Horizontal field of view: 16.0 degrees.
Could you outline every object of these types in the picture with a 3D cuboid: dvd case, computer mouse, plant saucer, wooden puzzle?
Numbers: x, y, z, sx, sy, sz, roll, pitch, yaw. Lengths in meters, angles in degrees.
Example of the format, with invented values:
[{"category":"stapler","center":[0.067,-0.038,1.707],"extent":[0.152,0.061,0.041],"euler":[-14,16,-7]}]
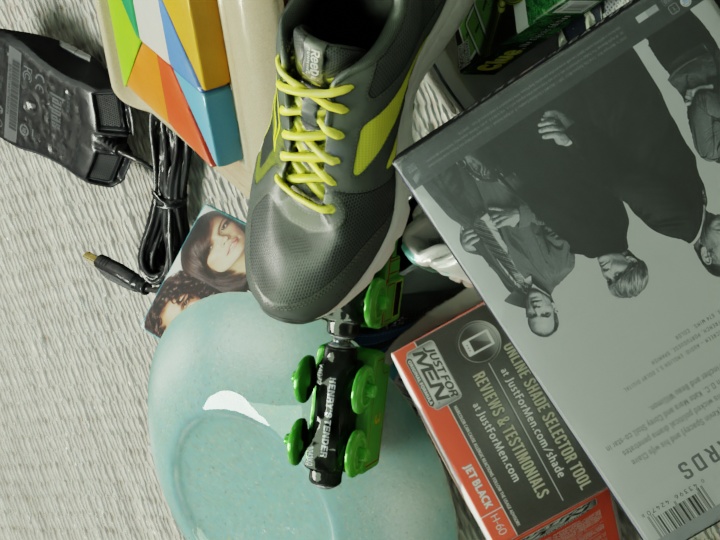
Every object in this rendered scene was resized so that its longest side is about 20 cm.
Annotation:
[{"category":"dvd case","center":[0.128,-0.002,1.048],"extent":[0.150,0.025,0.200],"euler":[-32,96,18]},{"category":"computer mouse","center":[-0.165,-0.069,1.578],"extent":[0.200,0.046,0.141],"euler":[24,124,35]},{"category":"plant saucer","center":[-0.042,0.109,1.269],"extent":[0.200,0.039,0.202],"euler":[21,127,31]},{"category":"wooden puzzle","center":[-0.098,-0.138,1.339],"extent":[0.200,0.037,0.186],"euler":[35,140,52]}]

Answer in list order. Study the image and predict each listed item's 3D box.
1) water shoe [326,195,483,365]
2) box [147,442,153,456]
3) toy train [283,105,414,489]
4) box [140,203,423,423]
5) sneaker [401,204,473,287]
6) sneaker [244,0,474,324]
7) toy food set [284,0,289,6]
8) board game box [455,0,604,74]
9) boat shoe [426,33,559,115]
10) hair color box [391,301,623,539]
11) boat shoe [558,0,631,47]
[{"category":"water shoe","center":[-0.011,0.014,1.277],"extent":[0.200,0.079,0.072],"euler":[-39,43,22]},{"category":"box","center":[-0.028,0.166,1.424],"extent":[0.116,0.060,0.200],"euler":[25,148,50]},{"category":"toy train","center":[0.000,0.000,1.169],"extent":[0.042,0.056,0.201],"euler":[11,101,18]},{"category":"box","center":[-0.032,0.034,1.385],"extent":[0.200,0.049,0.083],"euler":[25,87,48]},{"category":"sneaker","center":[0.062,-0.013,1.163],"extent":[0.200,0.088,0.075],"euler":[81,171,-64]},{"category":"sneaker","center":[-0.015,-0.073,1.086],"extent":[0.074,0.085,0.201],"euler":[22,102,24]},{"category":"toy food set","center":[-0.070,-0.179,1.345],"extent":[0.200,0.060,0.144],"euler":[-33,80,58]},{"category":"board game box","center":[0.061,-0.195,1.104],"extent":[0.105,0.023,0.201],"euler":[-29,64,60]},{"category":"boat shoe","center":[0.031,-0.153,1.186],"extent":[0.201,0.072,0.066],"euler":[60,162,4]},{"category":"hair color box","center":[0.072,0.087,1.189],"extent":[0.102,0.061,0.200],"euler":[62,179,17]},{"category":"boat shoe","center":[0.125,-0.084,1.099],"extent":[0.093,0.074,0.201],"euler":[24,121,59]}]
